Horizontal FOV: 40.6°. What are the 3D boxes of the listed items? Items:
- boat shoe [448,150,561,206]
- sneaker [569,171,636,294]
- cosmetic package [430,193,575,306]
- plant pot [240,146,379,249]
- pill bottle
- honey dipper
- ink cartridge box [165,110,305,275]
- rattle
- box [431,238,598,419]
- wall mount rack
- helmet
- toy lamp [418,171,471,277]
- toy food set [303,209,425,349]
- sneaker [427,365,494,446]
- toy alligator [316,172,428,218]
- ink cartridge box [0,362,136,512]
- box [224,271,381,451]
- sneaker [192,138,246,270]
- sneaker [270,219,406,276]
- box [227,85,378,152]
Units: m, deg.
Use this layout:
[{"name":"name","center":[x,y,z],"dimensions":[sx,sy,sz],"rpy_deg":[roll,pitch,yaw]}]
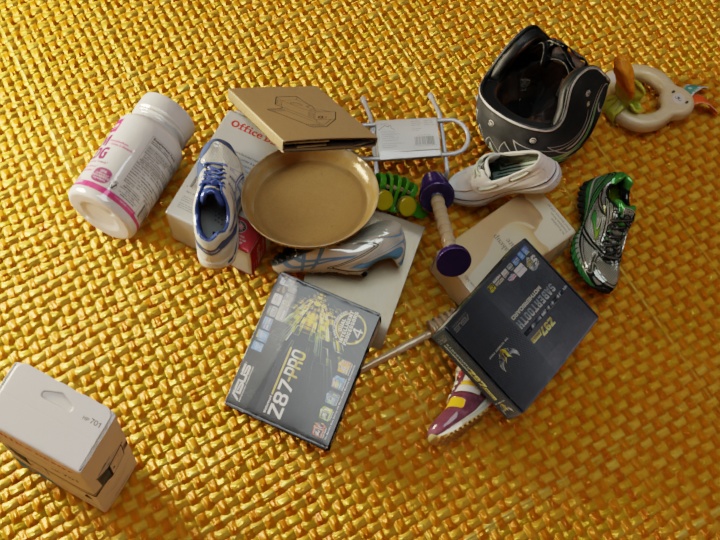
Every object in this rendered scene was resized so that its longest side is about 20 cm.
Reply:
[{"name":"boat shoe","center":[0.203,-0.149,1.455],"dimensions":[0.197,0.067,0.075],"rpy_deg":[-10,55,38]},{"name":"sneaker","center":[0.370,-0.062,1.465],"dimensions":[0.077,0.085,0.204],"rpy_deg":[20,63,-26]},{"name":"cosmetic package","center":[0.213,-0.028,1.457],"dimensions":[0.198,0.071,0.106],"rpy_deg":[-35,73,-18]},{"name":"plant pot","center":[-0.071,-0.102,1.380],"dimensions":[0.195,0.028,0.203],"rpy_deg":[-1,51,1]},{"name":"pill bottle","center":[-0.336,-0.159,1.452],"dimensions":[0.112,0.114,0.202],"rpy_deg":[25,65,7]},{"name":"honey dipper","center":[0.056,0.113,1.403],"dimensions":[0.197,0.038,0.038],"rpy_deg":[-26,69,-11]},{"name":"ink cartridge box","center":[-0.180,-0.119,1.462],"dimensions":[0.142,0.084,0.202],"rpy_deg":[24,67,8]},{"name":"rattle","center":[0.498,-0.308,1.574],"dimensions":[0.195,0.145,0.132],"rpy_deg":[4,46,4]},{"name":"box","center":[0.217,0.079,1.347],"dimensions":[0.158,0.051,0.200],"rpy_deg":[47,64,0]},{"name":"wall mount rack","center":[0.069,-0.218,1.536],"dimensions":[0.195,0.075,0.178],"rpy_deg":[-3,69,-6]},{"name":"helmet","center":[0.273,-0.253,1.498],"dimensions":[0.199,0.200,0.192],"rpy_deg":[38,104,13]},{"name":"toy lamp","center":[0.121,-0.075,1.419],"dimensions":[0.057,0.059,0.202],"rpy_deg":[-3,41,-6]},{"name":"toy food set","center":[0.000,0.000,1.443],"dimensions":[0.141,0.061,0.204],"rpy_deg":[19,74,5]},{"name":"sneaker","center":[0.151,0.162,1.367],"dimensions":[0.199,0.075,0.090],"rpy_deg":[-35,74,-27]},{"name":"toy alligator","center":[0.022,-0.124,1.462],"dimensions":[0.196,0.059,0.055],"rpy_deg":[13,100,-25]},{"name":"ink cartridge box","center":[-0.375,0.214,1.230],"dimensions":[0.144,0.201,0.087],"rpy_deg":[26,65,8]},{"name":"box","center":[-0.078,0.126,1.356],"dimensions":[0.158,0.049,0.203],"rpy_deg":[22,79,8]},{"name":"sneaker","center":[-0.198,-0.107,1.361],"dimensions":[0.073,0.089,0.204],"rpy_deg":[-4,65,-2]},{"name":"sneaker","center":[-0.031,-0.018,1.384],"dimensions":[0.195,0.072,0.074],"rpy_deg":[-11,107,4]},{"name":"box","center":[-0.090,-0.232,1.470],"dimensions":[0.161,0.022,0.200],"rpy_deg":[-8,34,-31]}]
